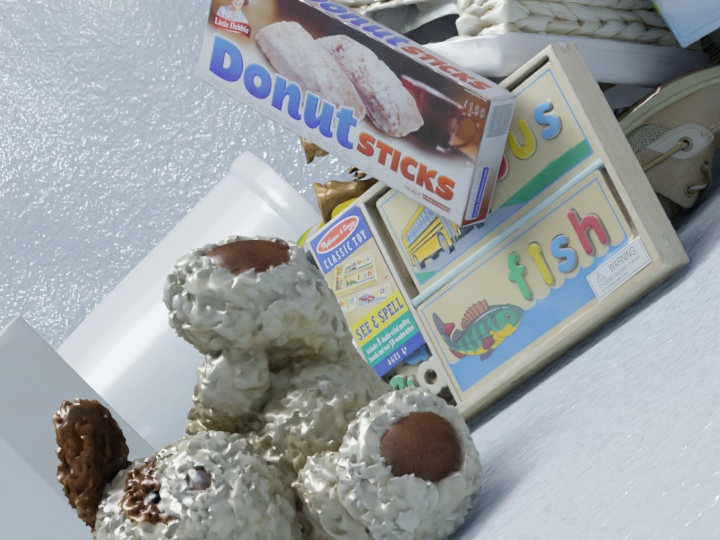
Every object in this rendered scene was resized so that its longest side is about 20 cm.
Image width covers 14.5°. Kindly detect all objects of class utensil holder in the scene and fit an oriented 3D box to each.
[{"bbox_3d":[-0.089,0.047,1.959,0.200,0.170,0.170,-46,6,-4],"label":"utensil holder"}]

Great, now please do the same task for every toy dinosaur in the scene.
[{"bbox_3d":[0.022,-0.071,1.578,0.106,0.061,0.200,-17,-4,-3],"label":"toy dinosaur"}]

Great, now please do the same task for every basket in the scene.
[{"bbox_3d":[0.085,-0.154,1.564,0.135,0.124,0.200,-7,-5,39],"label":"basket"}]

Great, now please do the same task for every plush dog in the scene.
[{"bbox_3d":[-0.053,0.109,1.366,0.172,0.200,0.161,-34,-30,-16],"label":"plush dog"}]

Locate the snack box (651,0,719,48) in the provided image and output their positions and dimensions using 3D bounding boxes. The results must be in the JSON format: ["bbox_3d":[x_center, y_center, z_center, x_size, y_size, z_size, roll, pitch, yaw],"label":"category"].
[{"bbox_3d":[0.251,-0.218,1.541,0.168,0.068,0.200,-30,12,33],"label":"snack box"}]

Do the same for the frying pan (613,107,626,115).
[{"bbox_3d":[0.168,-0.083,1.756,0.190,0.031,0.115,-62,-11,-17],"label":"frying pan"}]

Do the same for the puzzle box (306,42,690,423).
[{"bbox_3d":[0.067,-0.011,1.473,0.025,0.133,0.200,-5,-27,-49],"label":"puzzle box"}]

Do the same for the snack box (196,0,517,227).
[{"bbox_3d":[-0.005,-0.097,1.491,0.024,0.200,0.072,-15,-54,-46],"label":"snack box"}]

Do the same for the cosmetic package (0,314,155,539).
[{"bbox_3d":[-0.177,0.138,1.674,0.113,0.200,0.081,-36,8,42],"label":"cosmetic package"}]

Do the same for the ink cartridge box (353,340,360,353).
[{"bbox_3d":[0.025,0.051,1.618,0.200,0.068,0.116,-39,6,15],"label":"ink cartridge box"}]

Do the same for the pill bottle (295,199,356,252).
[{"bbox_3d":[0.047,-0.018,1.752,0.200,0.111,0.111,-37,8,46],"label":"pill bottle"}]

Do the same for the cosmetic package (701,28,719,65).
[{"bbox_3d":[0.229,-0.172,1.710,0.073,0.104,0.200,-37,9,36],"label":"cosmetic package"}]

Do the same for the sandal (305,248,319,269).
[{"bbox_3d":[0.000,0.000,1.610,0.076,0.043,0.200,-17,-10,-42],"label":"sandal"}]

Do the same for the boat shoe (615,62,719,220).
[{"bbox_3d":[0.157,-0.055,1.537,0.200,0.065,0.072,-25,-13,-16],"label":"boat shoe"}]
